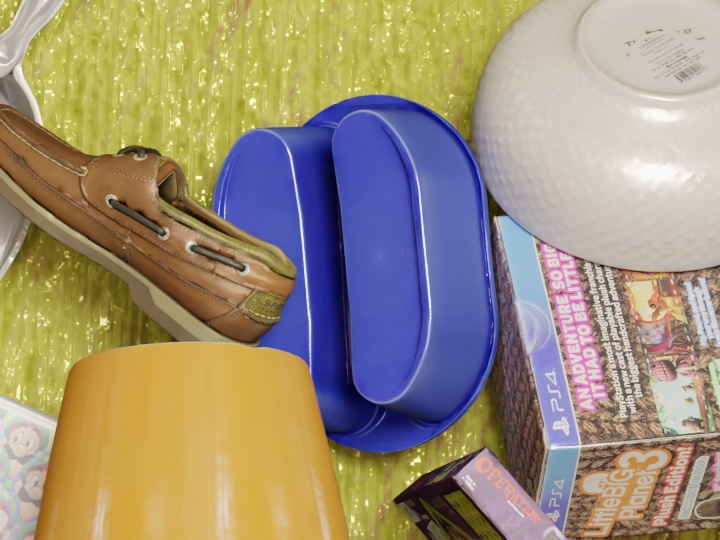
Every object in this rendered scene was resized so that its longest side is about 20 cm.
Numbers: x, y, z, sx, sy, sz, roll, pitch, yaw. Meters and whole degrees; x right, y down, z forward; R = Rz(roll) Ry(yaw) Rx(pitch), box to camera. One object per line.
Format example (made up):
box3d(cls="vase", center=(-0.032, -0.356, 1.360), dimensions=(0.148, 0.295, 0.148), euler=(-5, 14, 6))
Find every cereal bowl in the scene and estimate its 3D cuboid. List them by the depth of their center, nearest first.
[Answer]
box3d(cls="cereal bowl", center=(0.162, -0.097, 1.571), dimensions=(0.200, 0.083, 0.200), euler=(2, 46, -2))

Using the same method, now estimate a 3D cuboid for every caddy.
box3d(cls="caddy", center=(0.000, 0.000, 1.569), dimensions=(0.141, 0.105, 0.200), euler=(-8, 82, 27))

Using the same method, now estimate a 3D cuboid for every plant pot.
box3d(cls="plant pot", center=(-0.086, 0.138, 1.443), dimensions=(0.200, 0.200, 0.184), euler=(0, 76, -7))

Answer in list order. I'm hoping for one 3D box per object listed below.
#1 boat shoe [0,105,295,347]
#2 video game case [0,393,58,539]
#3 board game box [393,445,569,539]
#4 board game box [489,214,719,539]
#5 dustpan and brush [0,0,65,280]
box3d(cls="boat shoe", center=(-0.120, -0.034, 1.521), dimensions=(0.200, 0.072, 0.068), euler=(37, 106, 7))
box3d(cls="video game case", center=(-0.247, 0.146, 1.566), dimensions=(0.200, 0.024, 0.182), euler=(24, 80, -3))
box3d(cls="board game box", center=(0.080, 0.153, 1.517), dimensions=(0.032, 0.200, 0.120), euler=(-37, 89, -11))
box3d(cls="board game box", center=(0.178, 0.053, 1.561), dimensions=(0.200, 0.097, 0.160), euler=(-4, 52, -7))
box3d(cls="dustpan and brush", center=(-0.215, -0.094, 1.583), dimensions=(0.139, 0.057, 0.200), euler=(35, 80, -1))
